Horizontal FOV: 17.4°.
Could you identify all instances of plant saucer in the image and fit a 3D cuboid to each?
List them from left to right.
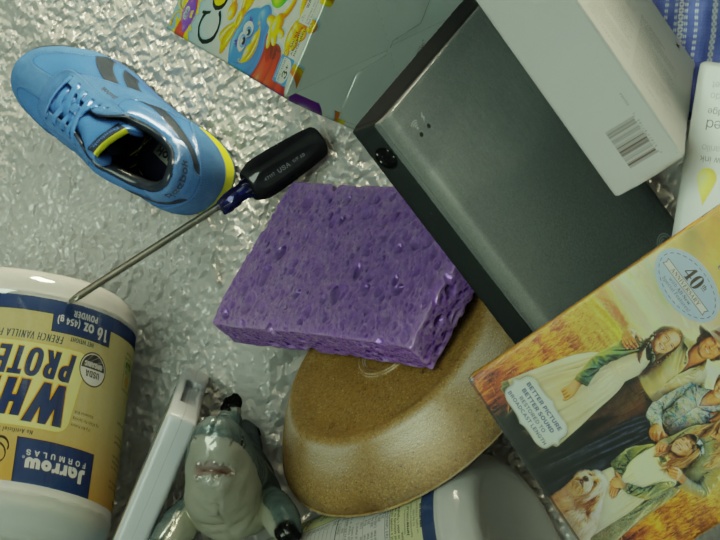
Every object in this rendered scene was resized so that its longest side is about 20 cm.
[{"bbox_3d":[0.025,0.058,1.417,0.200,0.035,0.201,-29,32,20],"label":"plant saucer"}]

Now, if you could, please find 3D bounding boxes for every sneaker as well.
[{"bbox_3d":[-0.174,-0.103,1.588,0.200,0.078,0.066,33,101,29],"label":"sneaker"}]

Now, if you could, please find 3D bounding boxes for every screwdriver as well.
[{"bbox_3d":[-0.104,-0.030,1.520,0.200,0.029,0.028,-37,43,-11],"label":"screwdriver"}]

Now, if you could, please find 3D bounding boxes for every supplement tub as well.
[{"bbox_3d":[-0.227,0.112,1.532,0.144,0.144,0.201,-4,69,27],"label":"supplement tub"},{"bbox_3d":[0.016,0.208,1.409,0.199,0.145,0.146,-26,72,23],"label":"supplement tub"}]

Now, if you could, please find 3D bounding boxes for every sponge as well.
[{"bbox_3d":[0.000,0.000,1.446,0.199,0.030,0.112,6,59,50],"label":"sponge"}]

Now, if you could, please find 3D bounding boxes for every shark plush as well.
[{"bbox_3d":[-0.068,0.115,1.444,0.090,0.200,0.084,-7,95,16],"label":"shark plush"}]

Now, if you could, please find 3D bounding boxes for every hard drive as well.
[{"bbox_3d":[0.096,-0.046,1.354,0.033,0.140,0.200,-17,117,49],"label":"hard drive"}]

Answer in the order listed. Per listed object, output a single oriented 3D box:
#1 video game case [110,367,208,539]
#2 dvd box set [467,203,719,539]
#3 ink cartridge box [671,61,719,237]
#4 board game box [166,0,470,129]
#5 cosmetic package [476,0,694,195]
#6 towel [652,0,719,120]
[{"bbox_3d":[-0.145,0.168,1.490,0.022,0.182,0.201,23,95,-3],"label":"video game case"},{"bbox_3d":[0.179,0.063,1.285,0.200,0.029,0.147,-35,88,18],"label":"dvd box set"},{"bbox_3d":[0.252,-0.007,1.328,0.144,0.083,0.201,10,93,21],"label":"ink cartridge box"},{"bbox_3d":[-0.024,-0.157,1.448,0.200,0.103,0.105,34,101,60],"label":"board game box"},{"bbox_3d":[0.113,-0.158,1.327,0.052,0.151,0.200,-30,105,24],"label":"cosmetic package"},{"bbox_3d":[0.189,-0.163,1.431,0.199,0.024,0.146,3,84,28],"label":"towel"}]
